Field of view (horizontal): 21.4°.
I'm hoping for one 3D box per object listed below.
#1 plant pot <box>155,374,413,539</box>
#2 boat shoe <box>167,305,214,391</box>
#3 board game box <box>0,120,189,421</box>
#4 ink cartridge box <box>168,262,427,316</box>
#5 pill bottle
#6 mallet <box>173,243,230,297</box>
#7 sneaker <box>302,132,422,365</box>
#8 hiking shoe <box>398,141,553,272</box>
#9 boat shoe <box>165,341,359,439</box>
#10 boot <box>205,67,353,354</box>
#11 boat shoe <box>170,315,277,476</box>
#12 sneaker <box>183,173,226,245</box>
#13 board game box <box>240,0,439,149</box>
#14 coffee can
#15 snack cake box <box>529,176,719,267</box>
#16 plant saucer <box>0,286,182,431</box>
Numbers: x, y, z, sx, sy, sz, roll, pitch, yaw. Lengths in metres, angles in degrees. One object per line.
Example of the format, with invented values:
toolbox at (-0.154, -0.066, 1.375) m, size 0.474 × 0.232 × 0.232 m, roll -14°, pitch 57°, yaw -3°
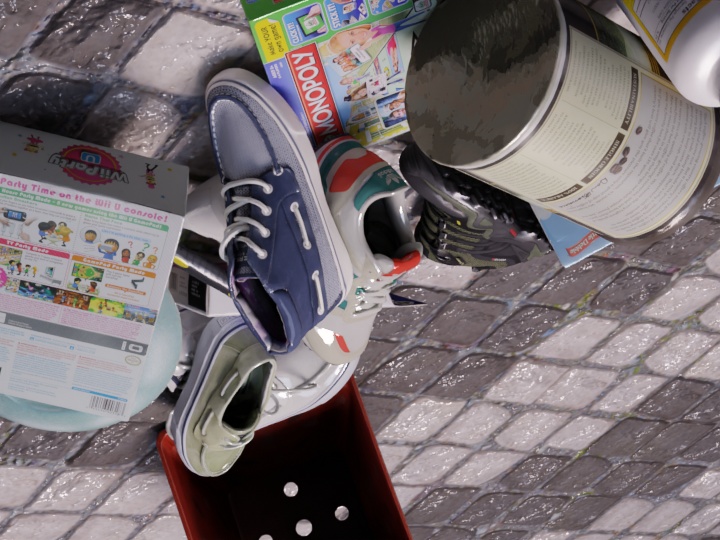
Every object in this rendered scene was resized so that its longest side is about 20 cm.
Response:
plant pot at (-0.065, 0.236, 1.850) m, size 0.198 × 0.202 × 0.176 m, roll -20°, pitch 162°, yaw -2°
boat shoe at (-0.164, 0.073, 1.631) m, size 0.198 × 0.066 × 0.074 m, roll -25°, pitch 150°, yaw 5°
board game box at (-0.217, 0.004, 1.390) m, size 0.146 × 0.065 × 0.201 m, roll 13°, pitch 127°, yaw -10°
ink cartridge box at (-0.052, 0.013, 1.578) m, size 0.198 × 0.038 × 0.094 m, roll 0°, pitch -173°, yaw -26°
pill bottle at (0.242, -0.187, 1.326) m, size 0.103 × 0.201 × 0.105 m, roll -19°, pitch 146°, yaw -14°
mallet at (-0.166, -0.019, 1.451) m, size 0.066 × 0.041 × 0.200 m, roll -32°, pitch 129°, yaw 25°
sneaker at (0.000, -0.001, 1.464) m, size 0.070 × 0.093 × 0.202 m, roll -23°, pitch 129°, yaw -36°
hiking shoe at (0.080, -0.042, 1.592) m, size 0.100 × 0.076 × 0.199 m, roll -30°, pitch 143°, yaw 24°
boat shoe at (-0.096, 0.102, 1.709) m, size 0.201 × 0.075 × 0.086 m, roll -27°, pitch 167°, yaw 23°
boot at (-0.072, -0.041, 1.384) m, size 0.072 × 0.201 × 0.090 m, roll -11°, pitch -155°, yaw 37°
boat shoe at (-0.115, 0.118, 1.615) m, size 0.071 × 0.062 × 0.201 m, roll -16°, pitch 143°, yaw -25°
sneaker at (-0.071, -0.041, 1.521) m, size 0.088 × 0.076 × 0.199 m, roll -16°, pitch 160°, yaw 34°
board game box at (-0.004, -0.158, 1.398) m, size 0.133 × 0.029 × 0.200 m, roll -22°, pitch 150°, yaw -1°
coffee can at (0.150, -0.115, 1.374) m, size 0.199 × 0.147 × 0.146 m, roll 20°, pitch 131°, yaw -42°
snack cake box at (0.248, -0.082, 1.600) m, size 0.199 × 0.068 × 0.115 m, roll -29°, pitch 178°, yaw 14°
plant saucer at (-0.240, 0.058, 1.492) m, size 0.198 × 0.039 × 0.203 m, roll 0°, pitch 123°, yaw 0°
